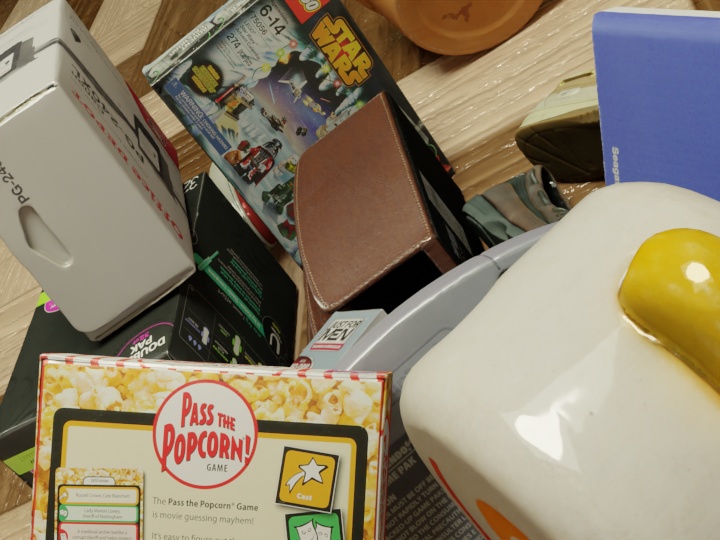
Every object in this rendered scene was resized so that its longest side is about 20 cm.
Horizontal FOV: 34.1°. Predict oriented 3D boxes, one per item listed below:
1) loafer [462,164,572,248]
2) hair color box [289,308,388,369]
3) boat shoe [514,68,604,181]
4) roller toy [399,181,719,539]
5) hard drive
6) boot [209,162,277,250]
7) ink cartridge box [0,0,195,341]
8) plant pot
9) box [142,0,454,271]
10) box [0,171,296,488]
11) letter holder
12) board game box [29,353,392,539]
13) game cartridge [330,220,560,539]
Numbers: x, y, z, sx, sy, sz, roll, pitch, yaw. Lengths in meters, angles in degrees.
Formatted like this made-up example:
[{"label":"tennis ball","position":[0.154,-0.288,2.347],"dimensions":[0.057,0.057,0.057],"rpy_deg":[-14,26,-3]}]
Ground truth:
[{"label":"loafer","position":[0.119,-0.016,0.665],"dimensions":[0.063,0.072,0.200],"rpy_deg":[-41,27,0]},{"label":"hair color box","position":[-0.028,0.126,0.598],"dimensions":[0.200,0.099,0.061],"rpy_deg":[-51,17,-20]},{"label":"boat shoe","position":[0.181,-0.103,0.712],"dimensions":[0.199,0.074,0.067],"rpy_deg":[1,53,49]},{"label":"roller toy","position":[0.117,0.064,0.440],"dimensions":[0.140,0.200,0.182],"rpy_deg":[-44,24,-11]},{"label":"hard drive","position":[0.194,-0.060,0.586],"dimensions":[0.025,0.133,0.200],"rpy_deg":[-19,22,-25]},{"label":"boot","position":[-0.044,-0.102,0.969],"dimensions":[0.143,0.073,0.201],"rpy_deg":[-27,28,18]},{"label":"ink cartridge box","position":[-0.182,-0.072,0.752],"dimensions":[0.083,0.146,0.200],"rpy_deg":[-32,29,4]},{"label":"plant pot","position":[0.073,-0.275,0.970],"dimensions":[0.199,0.200,0.141],"rpy_deg":[-32,46,11]},{"label":"box","position":[-0.039,-0.104,0.830],"dimensions":[0.137,0.200,0.040],"rpy_deg":[-39,33,0]},{"label":"box","position":[-0.137,0.059,0.794],"dimensions":[0.148,0.125,0.201],"rpy_deg":[-27,32,19]},{"label":"letter holder","position":[0.000,0.000,0.749],"dimensions":[0.142,0.101,0.201],"rpy_deg":[-34,30,13]},{"label":"board game box","position":[-0.065,0.140,0.502],"dimensions":[0.150,0.202,0.046],"rpy_deg":[3,-3,5]},{"label":"game cartridge","position":[0.051,0.077,0.553],"dimensions":[0.200,0.133,0.042],"rpy_deg":[-40,3,-3]}]
